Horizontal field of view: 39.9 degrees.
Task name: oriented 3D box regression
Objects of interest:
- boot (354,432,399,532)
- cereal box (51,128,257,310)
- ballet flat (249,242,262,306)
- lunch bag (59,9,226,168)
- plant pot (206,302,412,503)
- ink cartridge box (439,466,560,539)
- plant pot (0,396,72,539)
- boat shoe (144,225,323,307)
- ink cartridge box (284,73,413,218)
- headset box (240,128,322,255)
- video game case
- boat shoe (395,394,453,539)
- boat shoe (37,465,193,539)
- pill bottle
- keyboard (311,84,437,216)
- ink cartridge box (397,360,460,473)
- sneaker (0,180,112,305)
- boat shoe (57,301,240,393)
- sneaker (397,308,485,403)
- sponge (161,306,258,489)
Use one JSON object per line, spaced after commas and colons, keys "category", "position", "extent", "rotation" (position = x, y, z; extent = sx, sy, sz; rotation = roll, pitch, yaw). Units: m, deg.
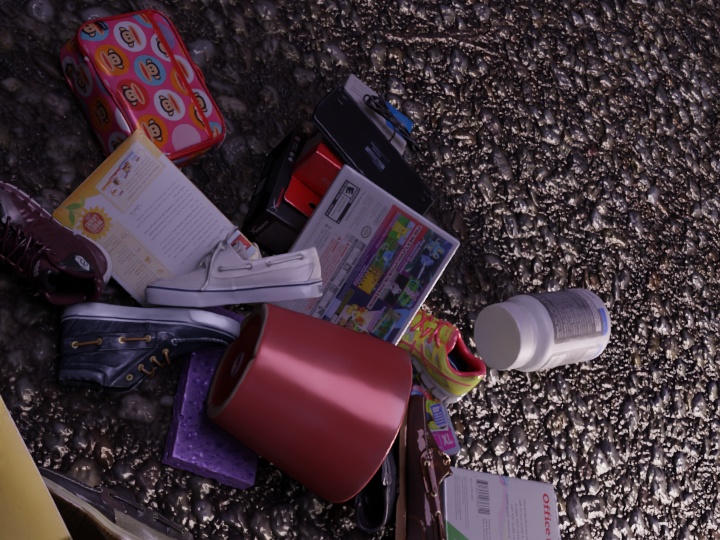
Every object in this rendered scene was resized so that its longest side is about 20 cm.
{"category": "boot", "position": [0.017, 0.212, 1.206], "extent": [0.069, 0.132, 0.202], "rotation": [-10, 74, 3]}
{"category": "cereal box", "position": [-0.238, -0.043, 1.160], "extent": [0.144, 0.040, 0.200], "rotation": [-44, 101, -4]}
{"category": "ballet flat", "position": [-0.170, -0.025, 1.228], "extent": [0.199, 0.072, 0.068], "rotation": [38, 47, -18]}
{"category": "lunch bag", "position": [-0.263, -0.224, 1.253], "extent": [0.176, 0.082, 0.201], "rotation": [-28, 89, -46]}
{"category": "plant pot", "position": [-0.066, 0.139, 1.127], "extent": [0.176, 0.200, 0.202], "rotation": [27, 54, -17]}
{"category": "ink cartridge box", "position": [0.164, 0.346, 1.299], "extent": [0.198, 0.087, 0.147], "rotation": [15, 61, -30]}
{"category": "plant pot", "position": [-0.392, 0.207, 0.880], "extent": [0.175, 0.200, 0.201], "rotation": [-27, 86, -30]}
{"category": "boat shoe", "position": [-0.144, -0.006, 1.118], "extent": [0.199, 0.075, 0.087], "rotation": [-4, 92, -1]}
{"category": "ink cartridge box", "position": [-0.014, -0.147, 1.310], "extent": [0.116, 0.067, 0.201], "rotation": [35, 50, -19]}
{"category": "headset box", "position": [-0.045, -0.070, 1.344], "extent": [0.199, 0.075, 0.150], "rotation": [32, 51, -21]}
{"category": "video game case", "position": [0.000, 0.000, 1.251], "extent": [0.181, 0.023, 0.201], "rotation": [32, 91, -13]}
{"category": "boat shoe", "position": [0.080, 0.253, 1.227], "extent": [0.069, 0.070, 0.202], "rotation": [-2, 72, 10]}
{"category": "boat shoe", "position": [-0.262, 0.257, 1.033], "extent": [0.200, 0.073, 0.065], "rotation": [40, 39, -20]}
{"category": "pill bottle", "position": [0.271, 0.090, 1.486], "extent": [0.198, 0.113, 0.115], "rotation": [-4, 71, -39]}
{"category": "keyboard", "position": [0.027, -0.157, 1.288], "extent": [0.200, 0.021, 0.127], "rotation": [49, 53, -11]}
{"category": "ink cartridge box", "position": [0.053, 0.164, 1.334], "extent": [0.118, 0.042, 0.202], "rotation": [-9, 73, -40]}
{"category": "sneaker", "position": [-0.353, -0.026, 1.051], "extent": [0.199, 0.076, 0.116], "rotation": [28, 12, -22]}
{"category": "boat shoe", "position": [-0.235, 0.092, 1.105], "extent": [0.198, 0.071, 0.092], "rotation": [4, 71, -9]}
{"category": "sneaker", "position": [0.090, 0.085, 1.314], "extent": [0.200, 0.090, 0.078], "rotation": [43, 50, -12]}
{"category": "sponge", "position": [-0.164, 0.146, 1.181], "extent": [0.111, 0.030, 0.202], "rotation": [24, 55, -28]}
